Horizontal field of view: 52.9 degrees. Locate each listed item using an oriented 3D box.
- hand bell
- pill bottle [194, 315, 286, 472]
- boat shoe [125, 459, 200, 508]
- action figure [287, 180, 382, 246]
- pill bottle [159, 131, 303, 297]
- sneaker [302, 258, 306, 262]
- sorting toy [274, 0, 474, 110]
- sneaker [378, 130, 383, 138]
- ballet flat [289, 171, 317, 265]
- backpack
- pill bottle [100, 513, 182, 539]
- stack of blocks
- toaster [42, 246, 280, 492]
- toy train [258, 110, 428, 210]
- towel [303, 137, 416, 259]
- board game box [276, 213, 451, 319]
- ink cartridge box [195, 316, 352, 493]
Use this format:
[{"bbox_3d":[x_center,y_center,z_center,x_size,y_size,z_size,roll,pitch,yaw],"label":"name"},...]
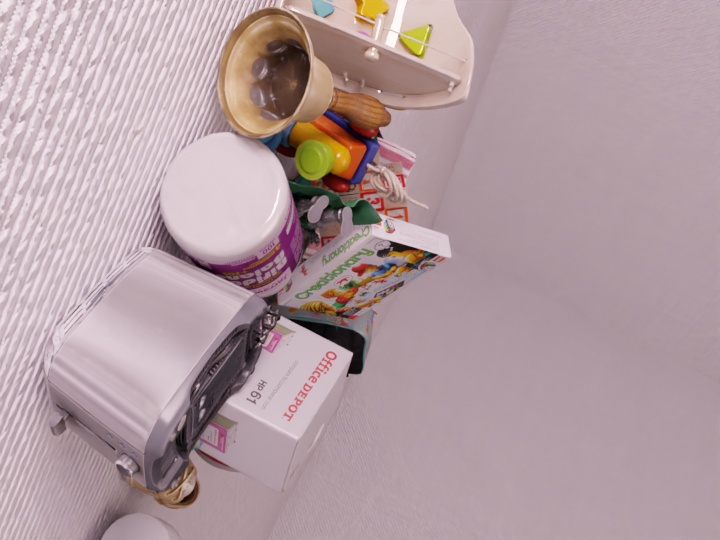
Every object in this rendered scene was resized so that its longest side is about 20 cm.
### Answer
[{"bbox_3d":[-0.028,-0.158,0.671,0.199,0.103,0.106,3,115,-58],"label":"hand bell"},{"bbox_3d":[-0.154,0.163,1.000,0.203,0.114,0.116,-68,171,17],"label":"pill bottle"},{"bbox_3d":[-0.236,0.254,0.902,0.075,0.068,0.201,-61,171,-22],"label":"boat shoe"},{"bbox_3d":[-0.071,-0.066,0.829,0.199,0.117,0.056,8,-105,64],"label":"action figure"},{"bbox_3d":[-0.112,-0.038,0.690,0.114,0.111,0.200,-62,171,-13],"label":"pill bottle"},{"bbox_3d":[-0.021,-0.087,1.081,0.078,0.110,0.203,-97,-153,-64],"label":"sneaker"},{"bbox_3d":[0.018,-0.271,0.712,0.107,0.196,0.184,168,-62,-70],"label":"sorting toy"},{"bbox_3d":[-0.007,-0.159,1.197,0.116,0.074,0.203,92,13,-58],"label":"sneaker"},{"bbox_3d":[-0.087,-0.072,0.969,0.202,0.075,0.064,-59,-158,-13],"label":"ballet flat"},{"bbox_3d":[-0.061,0.073,1.145,0.201,0.172,0.156,97,4,-69],"label":"backpack"},{"bbox_3d":[-0.269,0.373,0.894,0.112,0.109,0.202,-58,170,-36],"label":"pill bottle"},{"bbox_3d":[-0.001,-0.100,0.893,0.059,0.112,0.203,-95,178,-52],"label":"stack of blocks"},{"bbox_3d":[-0.164,0.067,0.601,0.201,0.127,0.115,-57,170,-40],"label":"toaster"},{"bbox_3d":[-0.024,-0.114,0.738,0.086,0.198,0.115,-59,168,23],"label":"toy train"},{"bbox_3d":[-0.019,-0.096,1.028,0.030,0.144,0.203,-118,-132,-64],"label":"towel"},{"bbox_3d":[0.000,0.000,0.893,0.199,0.124,0.035,-35,-128,43],"label":"board game box"},{"bbox_3d":[-0.124,0.107,0.730,0.145,0.197,0.086,-53,167,-55],"label":"ink cartridge box"}]
